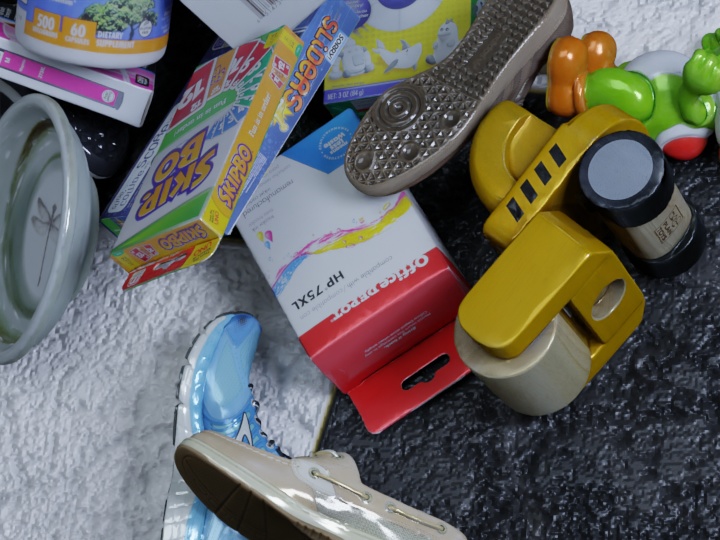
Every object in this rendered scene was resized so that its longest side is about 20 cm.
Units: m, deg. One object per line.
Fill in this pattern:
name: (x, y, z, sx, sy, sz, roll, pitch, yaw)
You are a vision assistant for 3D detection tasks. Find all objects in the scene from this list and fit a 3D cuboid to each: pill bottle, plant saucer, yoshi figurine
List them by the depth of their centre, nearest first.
yoshi figurine: (0.232, -0.133, 1.466, 0.200, 0.112, 0.113, 14, 65, 24)
pill bottle: (-0.182, -0.254, 1.556, 0.112, 0.112, 0.200, 20, 113, 29)
plant saucer: (-0.236, -0.028, 1.604, 0.200, 0.050, 0.200, -26, 60, 55)

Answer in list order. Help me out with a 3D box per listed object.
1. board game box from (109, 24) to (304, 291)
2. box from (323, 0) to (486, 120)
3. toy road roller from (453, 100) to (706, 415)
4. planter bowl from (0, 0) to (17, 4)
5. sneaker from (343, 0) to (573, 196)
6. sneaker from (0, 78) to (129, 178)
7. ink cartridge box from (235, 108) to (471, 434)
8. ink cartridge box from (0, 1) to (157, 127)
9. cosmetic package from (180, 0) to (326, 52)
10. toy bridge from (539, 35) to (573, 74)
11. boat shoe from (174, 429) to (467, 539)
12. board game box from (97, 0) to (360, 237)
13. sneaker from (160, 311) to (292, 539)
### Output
board game box: (-0.106, -0.077, 1.484, 0.095, 0.030, 0.200, -20, 41, 42)
box: (0.036, -0.208, 1.617, 0.117, 0.048, 0.200, -8, 61, 19)
toy road roller: (0.120, -0.020, 1.440, 0.146, 0.123, 0.200, 37, 86, 32)
planter bowl: (-0.208, -0.293, 1.688, 0.135, 0.200, 0.200, 11, 68, 1)
sneaker: (0.077, -0.114, 1.503, 0.200, 0.076, 0.070, -44, 57, -5)
sneaker: (-0.262, -0.126, 1.694, 0.200, 0.072, 0.083, 40, 129, 16)
ink cartridge box: (0.000, 0.000, 1.516, 0.116, 0.067, 0.200, -34, 56, 5)
ink cartridge box: (-0.250, -0.165, 1.629, 0.200, 0.095, 0.037, 17, 109, -10)
cosmetic package: (-0.070, -0.251, 1.602, 0.113, 0.081, 0.200, -38, 27, 21)
toy bridge: (0.136, -0.237, 1.600, 0.067, 0.027, 0.200, -2, 66, 22)
boat shoe: (-0.026, 0.153, 1.426, 0.200, 0.072, 0.065, 28, 60, 3)
board game box: (-0.095, -0.109, 1.575, 0.135, 0.034, 0.200, -4, 49, 53)
sneaker: (-0.081, 0.126, 1.499, 0.090, 0.078, 0.200, 2, 72, 6)
